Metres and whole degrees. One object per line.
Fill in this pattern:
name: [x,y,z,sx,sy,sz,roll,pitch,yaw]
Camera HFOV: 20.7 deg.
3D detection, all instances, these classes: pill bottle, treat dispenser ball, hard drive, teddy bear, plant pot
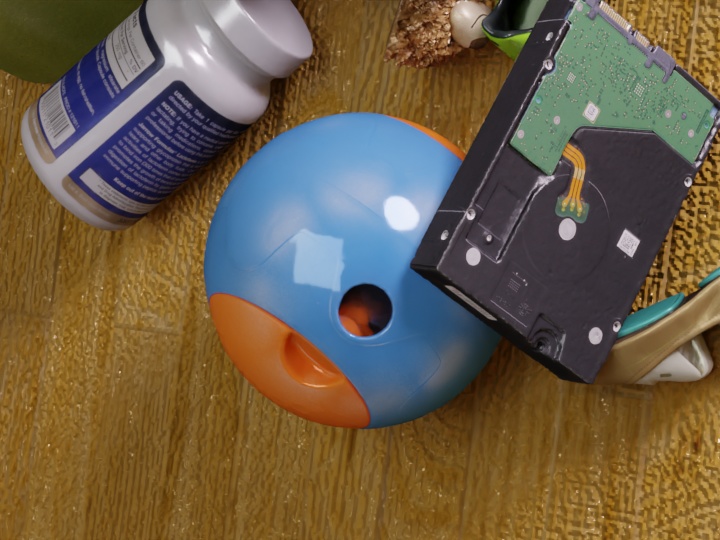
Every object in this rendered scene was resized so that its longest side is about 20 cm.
pill bottle: [-0.136,-0.128,1.402,0.200,0.116,0.116,-37,67,22]
treat dispenser ball: [0.000,0.000,1.256,0.200,0.201,0.202,-4,82,30]
hard drive: [0.128,-0.051,1.192,0.038,0.139,0.201,7,66,59]
teddy bear: [0.074,-0.222,1.281,0.066,0.145,0.201,17,94,0]
plant pot: [-0.285,-0.248,1.455,0.186,0.200,0.189,-4,83,30]

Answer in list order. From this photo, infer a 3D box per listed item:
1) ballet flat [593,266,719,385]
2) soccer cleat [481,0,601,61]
ballet flat: [0.213,0.033,1.208,0.200,0.069,0.063,-34,87,25]
soccer cleat: [0.147,-0.222,1.264,0.067,0.081,0.201,35,102,29]
